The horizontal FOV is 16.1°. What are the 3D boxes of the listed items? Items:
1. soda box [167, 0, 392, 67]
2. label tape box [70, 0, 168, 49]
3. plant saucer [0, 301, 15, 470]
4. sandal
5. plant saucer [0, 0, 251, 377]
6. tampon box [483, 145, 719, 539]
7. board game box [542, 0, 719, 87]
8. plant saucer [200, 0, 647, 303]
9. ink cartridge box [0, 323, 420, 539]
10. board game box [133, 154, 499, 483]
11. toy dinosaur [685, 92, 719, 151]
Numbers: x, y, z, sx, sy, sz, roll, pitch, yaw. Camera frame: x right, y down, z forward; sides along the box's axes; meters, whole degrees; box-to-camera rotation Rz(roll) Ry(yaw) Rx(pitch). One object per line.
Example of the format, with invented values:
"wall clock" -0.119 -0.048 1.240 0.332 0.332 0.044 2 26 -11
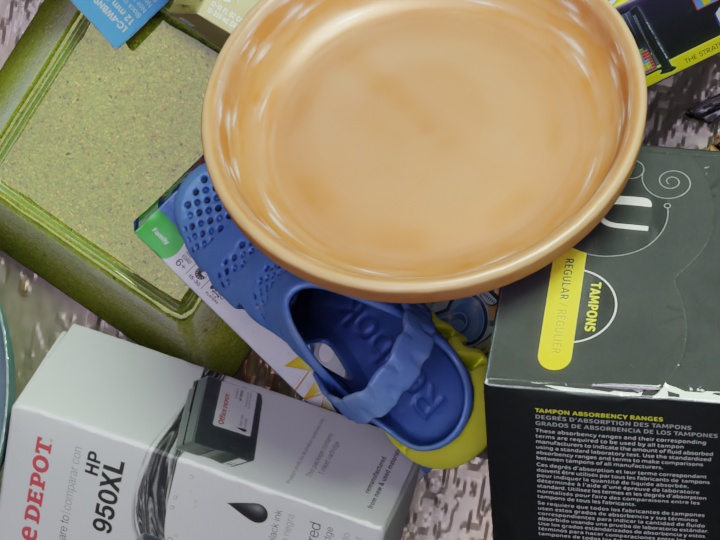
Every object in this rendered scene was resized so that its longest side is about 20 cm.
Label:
"soda box" 0.011 -0.103 1.239 0.200 0.064 0.068 30 86 -17
"label tape box" -0.088 -0.216 1.254 0.200 0.066 0.143 -41 114 3
"plant saucer" -0.236 0.068 1.348 0.201 0.039 0.201 -7 80 44
"sandal" -0.017 0.012 1.223 0.200 0.087 0.080 40 98 21
"plant saucer" -0.108 -0.067 1.349 0.200 0.048 0.200 34 97 6
"tampon box" 0.129 0.061 1.186 0.126 0.200 0.150 4 49 9
"board game box" 0.170 -0.181 1.244 0.200 0.165 0.057 -26 130 8
"plant saucer" 0.029 -0.066 1.142 0.200 0.037 0.200 -4 56 6
"ink cartridge box" -0.084 0.133 1.312 0.200 0.084 0.145 18 123 8
"board game box" 0.000 0.000 1.312 0.135 0.034 0.200 -45 102 5
"toy dinosaur" 0.232 -0.044 1.280 0.200 0.102 0.136 -29 71 30
